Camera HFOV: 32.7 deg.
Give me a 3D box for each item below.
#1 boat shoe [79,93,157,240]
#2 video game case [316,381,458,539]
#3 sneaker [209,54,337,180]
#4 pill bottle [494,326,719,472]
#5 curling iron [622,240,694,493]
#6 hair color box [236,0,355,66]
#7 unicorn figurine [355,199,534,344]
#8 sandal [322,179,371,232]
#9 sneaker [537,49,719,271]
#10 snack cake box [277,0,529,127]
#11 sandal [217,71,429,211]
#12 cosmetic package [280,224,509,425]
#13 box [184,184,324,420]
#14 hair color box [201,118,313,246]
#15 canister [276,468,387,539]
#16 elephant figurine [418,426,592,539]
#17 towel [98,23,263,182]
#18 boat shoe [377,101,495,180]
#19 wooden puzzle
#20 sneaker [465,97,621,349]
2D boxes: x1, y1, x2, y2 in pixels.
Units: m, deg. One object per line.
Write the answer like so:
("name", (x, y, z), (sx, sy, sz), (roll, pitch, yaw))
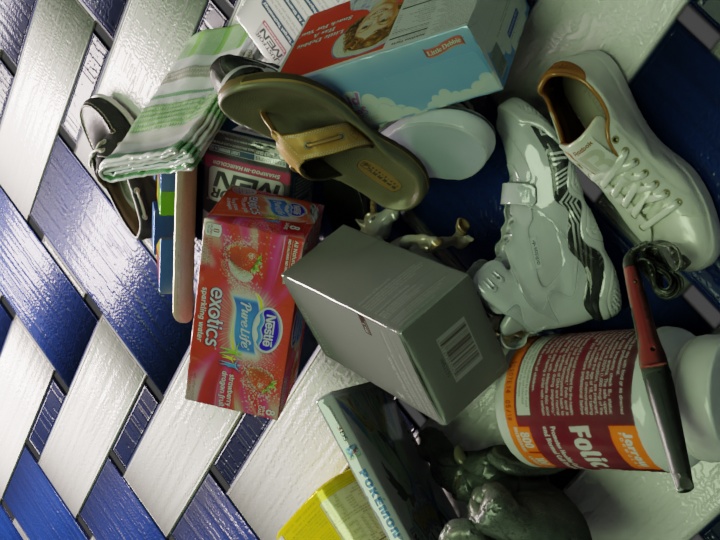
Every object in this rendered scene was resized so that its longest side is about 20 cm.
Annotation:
("boat shoe", (-0.282, -0.120, 1.435), (0.201, 0.060, 0.074), (58, 140, 13))
("video game case", (0.035, 0.191, 1.160), (0.022, 0.200, 0.183), (-31, 82, 12))
("sneaker", (-0.062, -0.149, 1.144), (0.067, 0.199, 0.091), (-54, 41, 12))
("pill bottle", (0.218, 0.105, 0.993), (0.199, 0.114, 0.115), (-7, 100, 46))
("curling iron", (0.225, 0.064, 0.905), (0.049, 0.025, 0.202), (-19, 57, 34))
("hair color box", (-0.026, -0.267, 1.133), (0.100, 0.060, 0.200), (55, 134, 12))
("unicorn figurine", (0.065, -0.001, 1.128), (0.137, 0.074, 0.201), (-29, 90, 56))
("sandal", (0.000, 0.000, 1.216), (0.075, 0.045, 0.201), (-22, 89, 46))
("sneaker", (0.202, -0.078, 0.965), (0.073, 0.084, 0.201), (-43, 76, 42))
("snack cake box", (0.032, -0.185, 1.030), (0.199, 0.116, 0.067), (-12, 130, 33))
("sandal", (-0.028, -0.099, 1.018), (0.199, 0.054, 0.080), (32, 142, -21))
("cosmetic package", (0.026, 0.041, 1.063), (0.199, 0.090, 0.107), (19, 143, 55))
("box", (-0.104, 0.031, 1.192), (0.099, 0.096, 0.201), (12, 115, 4))
("hair color box", (-0.107, -0.049, 1.262), (0.099, 0.061, 0.202), (14, 116, 20))
("canister", (0.009, 0.326, 1.298), (0.201, 0.086, 0.149), (54, 134, 17))
("elephant figurine", (0.138, 0.204, 1.113), (0.155, 0.200, 0.142), (39, 115, -9))
("towel", (-0.174, -0.176, 1.229), (0.148, 0.201, 0.031), (-3, 141, 43))
("boat shoe", (0.067, -0.125, 1.074), (0.074, 0.086, 0.202), (38, 161, -15))
("wooden puzzle", (-0.199, -0.068, 1.301), (0.200, 0.046, 0.187), (-107, 20, -64))
("sneaker", (0.130, -0.036, 1.018), (0.075, 0.114, 0.201), (175, 72, -86))
